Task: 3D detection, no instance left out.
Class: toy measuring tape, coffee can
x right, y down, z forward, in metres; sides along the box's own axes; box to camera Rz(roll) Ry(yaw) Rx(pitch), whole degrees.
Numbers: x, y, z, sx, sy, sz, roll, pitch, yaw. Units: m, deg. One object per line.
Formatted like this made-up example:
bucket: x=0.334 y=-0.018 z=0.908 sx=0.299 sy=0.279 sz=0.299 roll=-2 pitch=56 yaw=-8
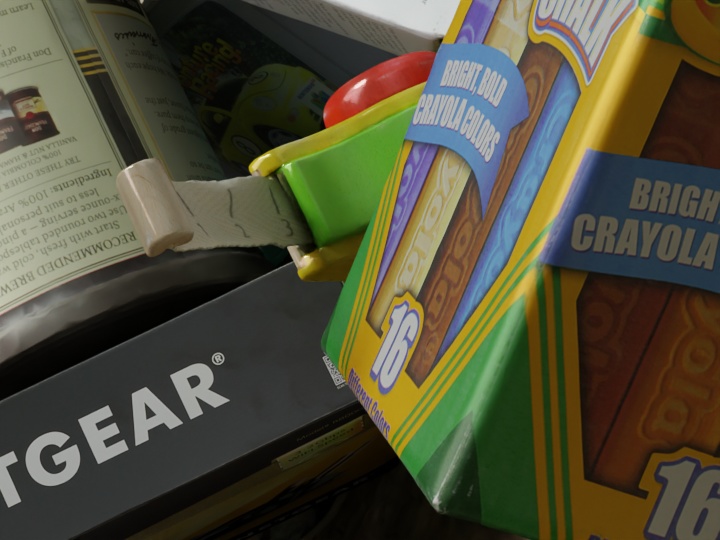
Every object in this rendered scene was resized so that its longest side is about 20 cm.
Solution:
toy measuring tape: x=0.006 y=-0.029 z=0.659 sx=0.200 sy=0.073 sz=0.074 roll=0 pitch=-66 yaw=-67
coffee can: x=-0.133 y=-0.047 z=0.841 sx=0.146 sy=0.146 sz=0.200 roll=-45 pitch=66 yaw=51

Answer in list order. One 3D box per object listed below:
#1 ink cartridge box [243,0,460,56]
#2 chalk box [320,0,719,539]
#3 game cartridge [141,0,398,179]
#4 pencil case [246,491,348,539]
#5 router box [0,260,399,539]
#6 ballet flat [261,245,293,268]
ink cartridge box: x=0.027 y=-0.170 z=0.779 sx=0.197 sy=0.200 sz=0.043 roll=-63 pitch=-26 yaw=-8
chalk box: x=0.092 y=-0.035 z=0.576 sx=0.200 sy=0.125 sz=0.124 roll=-68 pitch=19 yaw=12
game cartridge: x=-0.026 y=-0.068 z=0.903 sx=0.041 sy=0.133 sz=0.200 roll=-57 pitch=8 yaw=-30
pencil case: x=-0.085 y=0.097 z=0.972 sx=0.200 sy=0.089 sz=0.078 roll=-28 pitch=87 yaw=58
router box: x=-0.086 y=0.074 z=0.792 sx=0.052 sy=0.200 sz=0.157 roll=63 pitch=176 yaw=13
ballet flat: x=0.000 y=0.000 z=0.885 sx=0.071 sy=0.065 sz=0.200 roll=-56 pitch=14 yaw=-20
